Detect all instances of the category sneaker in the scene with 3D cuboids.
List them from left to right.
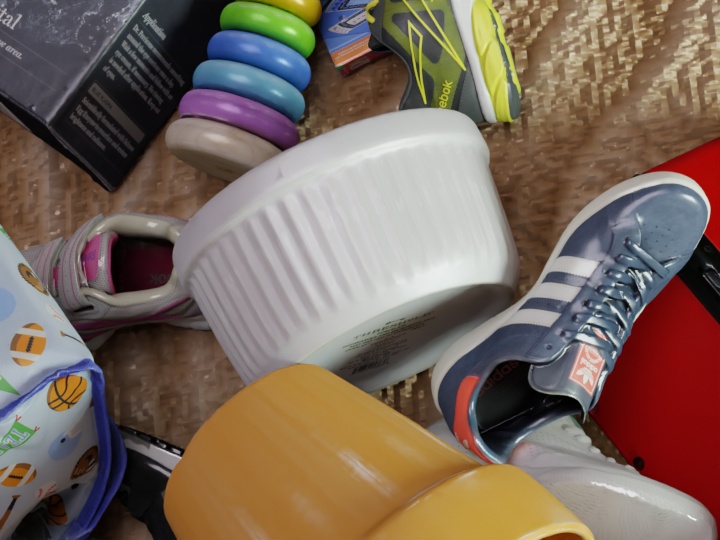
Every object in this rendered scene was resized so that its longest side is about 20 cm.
[{"bbox_3d":[-0.169,0.003,1.426,0.199,0.088,0.082,-13,68,13],"label":"sneaker"},{"bbox_3d":[-0.106,0.158,1.362,0.199,0.076,0.088,21,84,23],"label":"sneaker"},{"bbox_3d":[0.036,-0.179,1.408,0.084,0.074,0.201,-19,84,8],"label":"sneaker"},{"bbox_3d":[0.119,0.117,1.302,0.199,0.075,0.089,11,40,25],"label":"sneaker"},{"bbox_3d":[0.127,0.034,1.257,0.200,0.075,0.085,-47,28,16],"label":"sneaker"}]

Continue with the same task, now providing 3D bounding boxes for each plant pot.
[{"bbox_3d":[-0.005,0.155,1.226,0.200,0.200,0.183,-46,64,-2],"label":"plant pot"}]

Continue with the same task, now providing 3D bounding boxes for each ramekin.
[{"bbox_3d":[0.000,0.000,1.317,0.200,0.200,0.105,-28,73,7],"label":"ramekin"}]

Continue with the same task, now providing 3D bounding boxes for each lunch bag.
[{"bbox_3d":[-0.225,0.071,1.335,0.124,0.200,0.170,-27,59,-19],"label":"lunch bag"}]

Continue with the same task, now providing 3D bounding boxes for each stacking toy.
[{"bbox_3d":[-0.056,-0.158,1.442,0.085,0.085,0.201,15,80,22],"label":"stacking toy"}]

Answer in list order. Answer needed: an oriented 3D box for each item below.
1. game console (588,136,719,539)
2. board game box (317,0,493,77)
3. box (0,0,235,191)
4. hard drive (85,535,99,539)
[{"bbox_3d":[0.228,0.037,1.326,0.172,0.119,0.200,-25,62,-26],"label":"game console"},{"bbox_3d":[0.057,-0.216,1.468,0.200,0.019,0.103,-26,65,8],"label":"board game box"},{"bbox_3d":[-0.195,-0.198,1.490,0.196,0.117,0.200,33,83,25],"label":"box"},{"bbox_3d":[-0.251,0.211,1.410,0.199,0.033,0.140,19,78,22],"label":"hard drive"}]
